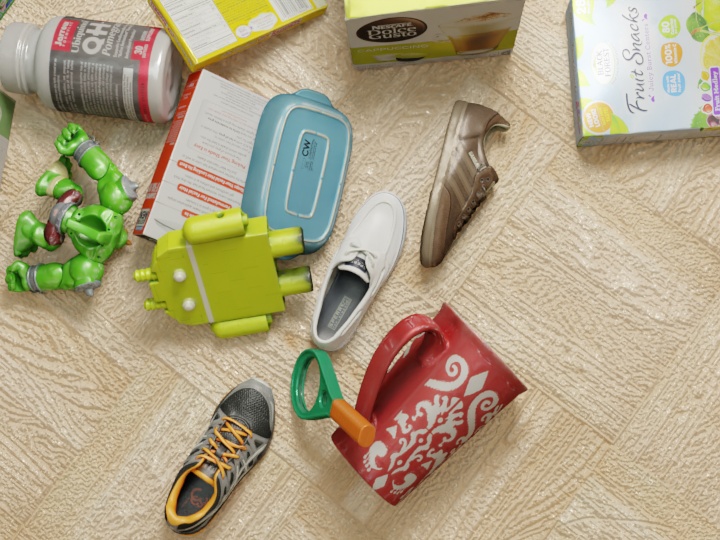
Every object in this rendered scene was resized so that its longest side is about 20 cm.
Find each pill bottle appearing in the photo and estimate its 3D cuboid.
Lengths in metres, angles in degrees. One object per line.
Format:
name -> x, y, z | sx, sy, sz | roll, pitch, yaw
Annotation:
pill bottle -> -0.316, -0.238, 1.407 | 0.197, 0.111, 0.113 | 7, 84, 3

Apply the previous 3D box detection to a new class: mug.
mug -> 0.058, 0.139, 1.337 | 0.200, 0.133, 0.177 | -45, 107, 2

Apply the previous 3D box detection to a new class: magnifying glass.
magnifying glass -> -0.032, 0.145, 1.321 | 0.022, 0.200, 0.081 | 10, 101, -25

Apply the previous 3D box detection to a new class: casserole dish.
casserole dish -> -0.068, -0.112, 1.391 | 0.120, 0.039, 0.203 | 14, 86, -27

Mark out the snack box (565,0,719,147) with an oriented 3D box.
snack box -> 0.346, -0.239, 1.402 | 0.197, 0.068, 0.172 | -5, 84, 4

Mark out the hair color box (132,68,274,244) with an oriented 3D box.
hair color box -> -0.177, -0.117, 1.394 | 0.110, 0.064, 0.203 | 22, 83, -23

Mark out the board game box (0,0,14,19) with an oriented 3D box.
board game box -> -0.459, -0.320, 1.377 | 0.029, 0.200, 0.135 | 35, 86, 4

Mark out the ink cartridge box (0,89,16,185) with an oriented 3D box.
ink cartridge box -> -0.456, -0.117, 1.382 | 0.047, 0.146, 0.203 | 5, 84, 4

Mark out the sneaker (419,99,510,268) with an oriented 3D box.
sneaker -> 0.121, -0.097, 1.394 | 0.074, 0.070, 0.203 | 13, 85, 3

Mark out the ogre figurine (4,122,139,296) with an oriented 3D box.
ogre figurine -> -0.333, -0.054, 1.397 | 0.119, 0.098, 0.202 | 24, 74, 16

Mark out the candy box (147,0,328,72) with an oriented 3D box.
candy box -> -0.141, -0.313, 1.407 | 0.199, 0.026, 0.103 | -30, 81, -30

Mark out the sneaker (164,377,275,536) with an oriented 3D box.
sneaker -> -0.159, 0.216, 1.368 | 0.078, 0.077, 0.202 | 28, 84, 7

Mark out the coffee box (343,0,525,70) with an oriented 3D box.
coffee box -> 0.072, -0.360, 1.361 | 0.196, 0.198, 0.203 | -6, 83, 2

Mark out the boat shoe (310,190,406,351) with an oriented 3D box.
boat shoe -> 0.000, 0.000, 1.390 | 0.073, 0.065, 0.203 | 20, 85, 5

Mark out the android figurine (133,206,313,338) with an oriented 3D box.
android figurine -> -0.155, 0.005, 1.358 | 0.197, 0.184, 0.041 | -9, 43, -1
